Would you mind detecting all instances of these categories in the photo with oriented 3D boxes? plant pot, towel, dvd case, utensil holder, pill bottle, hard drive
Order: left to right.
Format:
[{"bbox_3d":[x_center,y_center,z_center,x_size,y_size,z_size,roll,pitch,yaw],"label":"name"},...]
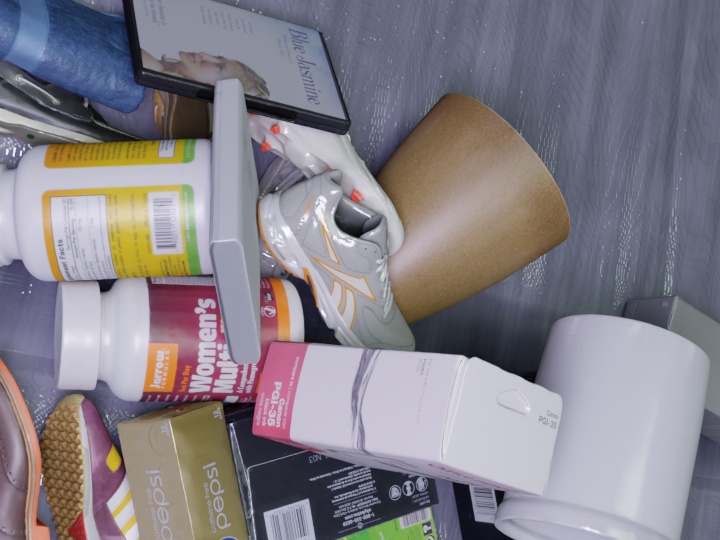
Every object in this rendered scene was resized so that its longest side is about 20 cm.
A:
[{"bbox_3d":[-0.270,-0.203,1.034,0.199,0.112,0.049,22,119,-33],"label":"towel"},{"bbox_3d":[-0.216,-0.048,1.015,0.199,0.111,0.112,-2,86,-3],"label":"pill bottle"},{"bbox_3d":[-0.156,0.057,1.062,0.199,0.110,0.110,2,84,-18],"label":"pill bottle"},{"bbox_3d":[-0.111,-0.191,1.109,0.199,0.018,0.143,11,41,-28],"label":"dvd case"},{"bbox_3d":[-0.100,-0.042,1.008,0.027,0.132,0.200,-5,44,-1],"label":"hard drive"},{"bbox_3d":[0.068,-0.039,1.210,0.200,0.186,0.187,-40,107,-14],"label":"plant pot"},{"bbox_3d":[0.231,0.164,1.167,0.170,0.170,0.201,29,67,-28],"label":"utensil holder"}]

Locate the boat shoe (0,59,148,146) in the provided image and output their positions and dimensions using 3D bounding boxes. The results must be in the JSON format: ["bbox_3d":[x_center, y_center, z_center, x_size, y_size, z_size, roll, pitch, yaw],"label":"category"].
[{"bbox_3d":[-0.253,-0.134,1.058,0.199,0.072,0.068,21,73,-27],"label":"boat shoe"}]

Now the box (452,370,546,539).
[{"bbox_3d":[0.196,0.208,1.298,0.182,0.104,0.201,-11,91,-34],"label":"box"}]

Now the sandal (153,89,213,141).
[{"bbox_3d":[-0.161,-0.151,1.137,0.080,0.054,0.201,-5,73,-39],"label":"sandal"}]

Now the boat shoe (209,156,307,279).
[{"bbox_3d":[-0.083,-0.029,1.160,0.071,0.069,0.201,34,69,-29],"label":"boat shoe"}]

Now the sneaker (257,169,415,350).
[{"bbox_3d":[0.000,0.000,1.087,0.200,0.092,0.076,51,25,-24],"label":"sneaker"}]

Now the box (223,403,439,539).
[{"bbox_3d":[-0.048,0.176,1.136,0.199,0.115,0.133,-12,93,-33],"label":"box"}]

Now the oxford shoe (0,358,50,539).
[{"bbox_3d":[-0.297,0.169,1.001,0.072,0.071,0.201,-9,90,-29],"label":"oxford shoe"}]

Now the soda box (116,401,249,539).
[{"bbox_3d":[-0.139,0.213,1.031,0.064,0.068,0.201,-14,94,-52],"label":"soda box"}]

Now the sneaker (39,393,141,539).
[{"bbox_3d":[-0.209,0.198,1.060,0.090,0.075,0.201,-13,98,-42],"label":"sneaker"}]

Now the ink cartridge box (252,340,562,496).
[{"bbox_3d":[0.036,0.115,0.991,0.146,0.199,0.083,25,73,-45],"label":"ink cartridge box"}]

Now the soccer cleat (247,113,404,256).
[{"bbox_3d":[-0.025,-0.099,1.134,0.200,0.069,0.078,45,45,3],"label":"soccer cleat"}]

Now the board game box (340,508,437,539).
[{"bbox_3d":[-0.010,0.280,1.202,0.199,0.030,0.096,-11,91,-36],"label":"board game box"}]

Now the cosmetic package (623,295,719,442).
[{"bbox_3d":[0.390,0.118,1.448,0.200,0.090,0.107,30,70,-24],"label":"cosmetic package"}]
